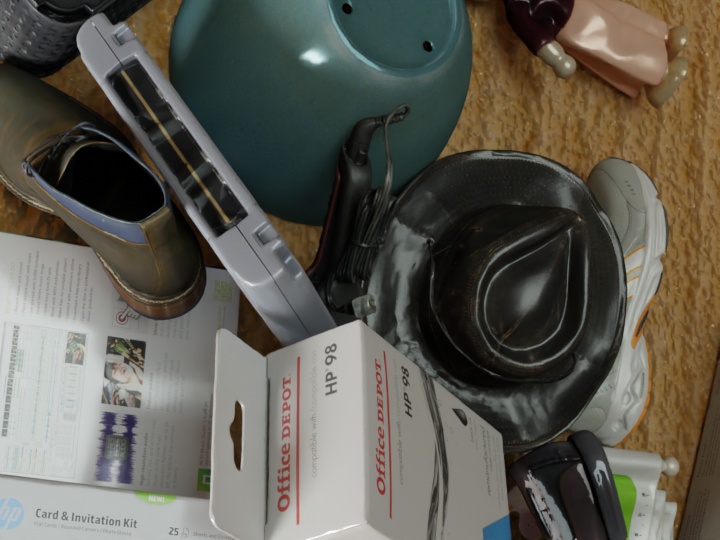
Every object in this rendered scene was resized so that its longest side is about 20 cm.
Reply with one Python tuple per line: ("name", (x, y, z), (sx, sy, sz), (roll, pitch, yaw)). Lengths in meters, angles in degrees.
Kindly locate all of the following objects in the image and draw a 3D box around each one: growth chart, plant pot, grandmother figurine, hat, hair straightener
("growth chart", (0.161, 0.213, 0.933), (0.143, 0.018, 0.203), (-1, 86, -24))
("plant pot", (-0.006, -0.143, 0.883), (0.197, 0.134, 0.203), (6, 75, -24))
("grandmother figurine", (0.143, -0.186, 1.012), (0.198, 0.061, 0.122), (25, 41, -15))
("hat", (0.097, 0.008, 0.865), (0.198, 0.081, 0.204), (4, 76, -17))
("hair straightener", (0.000, 0.000, 0.830), (0.040, 0.077, 0.202), (8, 110, -32))

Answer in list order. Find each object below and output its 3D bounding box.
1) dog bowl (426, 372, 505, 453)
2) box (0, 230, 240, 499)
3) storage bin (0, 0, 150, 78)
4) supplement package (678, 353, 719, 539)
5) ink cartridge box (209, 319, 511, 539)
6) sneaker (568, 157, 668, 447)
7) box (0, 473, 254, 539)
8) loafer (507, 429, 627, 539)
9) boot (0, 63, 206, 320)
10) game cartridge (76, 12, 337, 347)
("dog bowl", (0.045, 0.167, 0.882), (0.110, 0.049, 0.203), (-12, 84, -27))
("box", (-0.169, 0.057, 0.814), (0.197, 0.036, 0.147), (11, 73, -24))
("storage bin", (-0.163, -0.231, 0.853), (0.200, 0.094, 0.136), (-44, 97, -26))
("supplement package", (0.330, 0.143, 0.988), (0.154, 0.111, 0.202), (25, 69, -18))
("ink cartridge box", (0.007, 0.110, 0.745), (0.200, 0.066, 0.117), (40, 39, -45))
("sneaker", (0.152, 0.013, 0.958), (0.091, 0.076, 0.203), (13, 72, -18))
("box", (-0.173, 0.133, 0.726), (0.197, 0.156, 0.042), (12, 73, -22))
("loafer", (0.142, 0.204, 0.884), (0.062, 0.072, 0.203), (-14, 93, -6))
("boot", (-0.159, -0.068, 0.784), (0.075, 0.097, 0.200), (-42, 73, -18))
("game cartridge", (-0.086, -0.044, 0.801), (0.040, 0.133, 0.201), (-36, 65, -1))
